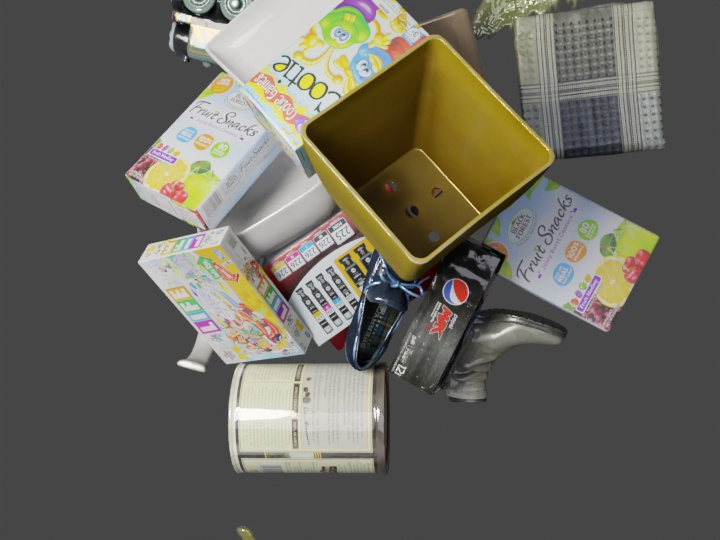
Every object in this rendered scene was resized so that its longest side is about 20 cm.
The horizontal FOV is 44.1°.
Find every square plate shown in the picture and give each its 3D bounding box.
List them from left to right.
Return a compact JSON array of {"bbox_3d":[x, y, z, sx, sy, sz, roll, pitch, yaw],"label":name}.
[{"bbox_3d":[-0.061,-0.279,1.120,0.200,0.028,0.198,-43,78,-4],"label":"square plate"}]

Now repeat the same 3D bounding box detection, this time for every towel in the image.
[{"bbox_3d":[0.307,-0.254,1.195,0.191,0.035,0.202,-5,94,7],"label":"towel"}]

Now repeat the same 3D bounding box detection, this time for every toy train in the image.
[{"bbox_3d":[-0.164,-0.322,1.199,0.199,0.085,0.115,13,103,4],"label":"toy train"}]

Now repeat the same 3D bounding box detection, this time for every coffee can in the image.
[{"bbox_3d":[-0.063,0.195,1.179,0.198,0.146,0.148,0,93,4],"label":"coffee can"}]

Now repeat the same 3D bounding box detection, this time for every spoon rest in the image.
[{"bbox_3d":[-0.204,0.041,1.235,0.099,0.061,0.201,16,80,2],"label":"spoon rest"}]

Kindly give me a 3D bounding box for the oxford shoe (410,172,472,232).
[{"bbox_3d":[0.157,-0.111,1.161,0.200,0.071,0.075,-39,75,-21],"label":"oxford shoe"}]

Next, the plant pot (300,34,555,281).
[{"bbox_3d":[0.066,-0.103,1.014,0.200,0.177,0.200,-37,76,-15],"label":"plant pot"}]

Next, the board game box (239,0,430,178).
[{"bbox_3d":[-0.025,-0.222,1.038,0.200,0.103,0.105,-42,78,-4],"label":"board game box"}]

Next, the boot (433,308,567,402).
[{"bbox_3d":[0.173,0.117,1.205,0.198,0.068,0.132,8,96,12],"label":"boot"}]

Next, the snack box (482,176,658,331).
[{"bbox_3d":[0.271,-0.028,1.184,0.199,0.053,0.143,28,93,3],"label":"snack box"}]

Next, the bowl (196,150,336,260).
[{"bbox_3d":[-0.114,-0.101,1.162,0.199,0.200,0.075,-31,128,11],"label":"bowl"}]

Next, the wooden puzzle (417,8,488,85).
[{"bbox_3d":[0.071,-0.229,1.181,0.199,0.046,0.186,-19,113,0],"label":"wooden puzzle"}]

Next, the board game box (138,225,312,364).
[{"bbox_3d":[-0.167,0.037,1.121,0.134,0.034,0.200,-10,131,32],"label":"board game box"}]

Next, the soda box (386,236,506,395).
[{"bbox_3d":[0.112,0.056,1.149,0.070,0.063,0.201,28,103,12],"label":"soda box"}]

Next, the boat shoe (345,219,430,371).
[{"bbox_3d":[0.040,0.036,1.112,0.084,0.069,0.201,13,102,-8],"label":"boat shoe"}]

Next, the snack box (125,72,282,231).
[{"bbox_3d":[-0.188,-0.158,1.153,0.142,0.053,0.200,26,67,32],"label":"snack box"}]

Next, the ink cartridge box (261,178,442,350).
[{"bbox_3d":[0.000,0.000,1.179,0.199,0.084,0.176,-35,104,6],"label":"ink cartridge box"}]
